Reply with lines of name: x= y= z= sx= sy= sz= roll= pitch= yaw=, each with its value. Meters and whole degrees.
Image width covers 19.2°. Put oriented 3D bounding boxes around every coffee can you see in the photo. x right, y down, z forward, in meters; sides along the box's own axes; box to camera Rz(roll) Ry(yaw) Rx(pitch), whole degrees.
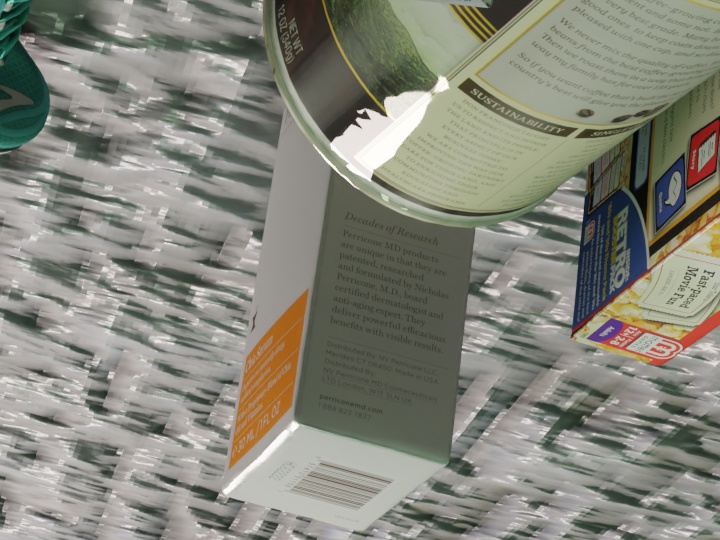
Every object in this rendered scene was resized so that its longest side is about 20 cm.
coffee can: x=0.072 y=-0.118 z=0.747 sx=0.146 sy=0.147 sz=0.200 roll=19 pitch=151 yaw=-21

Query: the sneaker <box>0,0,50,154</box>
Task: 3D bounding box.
sneaker: x=-0.171 y=-0.114 z=0.905 sx=0.079 sy=0.078 sz=0.200 roll=-8 pitch=150 yaw=10

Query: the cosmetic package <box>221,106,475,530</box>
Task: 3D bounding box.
cosmetic package: x=0.000 y=0.000 z=0.934 sx=0.071 sy=0.201 sz=0.101 roll=16 pitch=151 yaw=-15

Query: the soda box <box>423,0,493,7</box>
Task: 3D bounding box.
soda box: x=0.015 y=-0.174 z=0.597 sx=0.068 sy=0.201 sz=0.064 roll=6 pitch=151 yaw=2

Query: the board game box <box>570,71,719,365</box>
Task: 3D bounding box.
board game box: x=0.149 y=-0.071 z=0.813 sx=0.046 sy=0.152 sz=0.200 roll=17 pitch=152 yaw=-16
